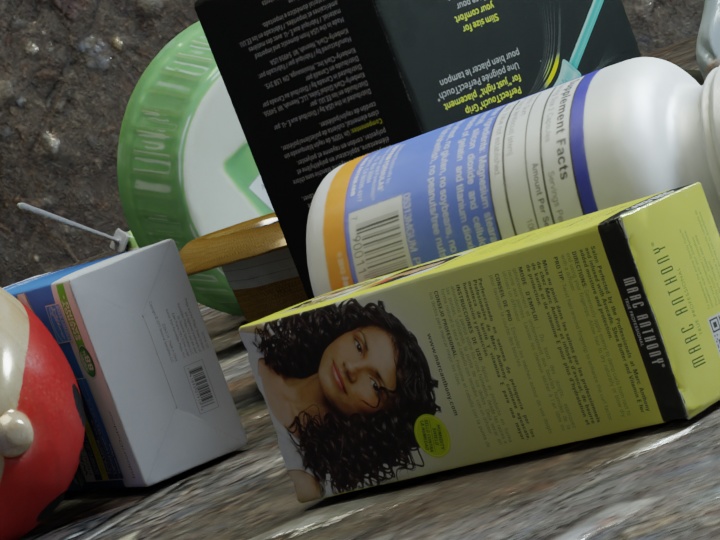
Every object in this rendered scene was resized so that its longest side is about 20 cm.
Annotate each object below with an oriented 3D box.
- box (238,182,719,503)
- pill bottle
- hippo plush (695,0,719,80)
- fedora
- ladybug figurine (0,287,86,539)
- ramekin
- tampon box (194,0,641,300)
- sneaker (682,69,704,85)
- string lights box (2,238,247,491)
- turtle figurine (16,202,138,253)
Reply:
[{"bbox_3d":[0.046,0.029,1.058,0.199,0.076,0.050,-18,3,45],"label":"box"},{"bbox_3d":[0.088,-0.018,1.161,0.199,0.113,0.112,-19,5,26],"label":"pill bottle"},{"bbox_3d":[0.274,-0.165,1.914,0.160,0.199,0.161,-61,-15,-10],"label":"hippo plush"},{"bbox_3d":[0.000,0.000,1.548,0.200,0.082,0.201,-16,4,1],"label":"fedora"},{"bbox_3d":[-0.178,0.074,1.347,0.072,0.136,0.200,18,-4,-23],"label":"ladybug figurine"},{"bbox_3d":[-0.045,-0.066,1.847,0.199,0.201,0.098,-23,12,-18],"label":"ramekin"},{"bbox_3d":[0.044,-0.068,1.387,0.150,0.201,0.126,-23,5,-39],"label":"tampon box"},{"bbox_3d":[0.176,-0.093,1.981,0.091,0.076,0.199,-12,4,-43],"label":"sneaker"},{"bbox_3d":[-0.132,0.050,1.424,0.059,0.103,0.200,-22,4,-26],"label":"string lights box"},{"bbox_3d":[-0.097,-0.052,2.035,0.199,0.145,0.194,23,-5,14],"label":"turtle figurine"}]
